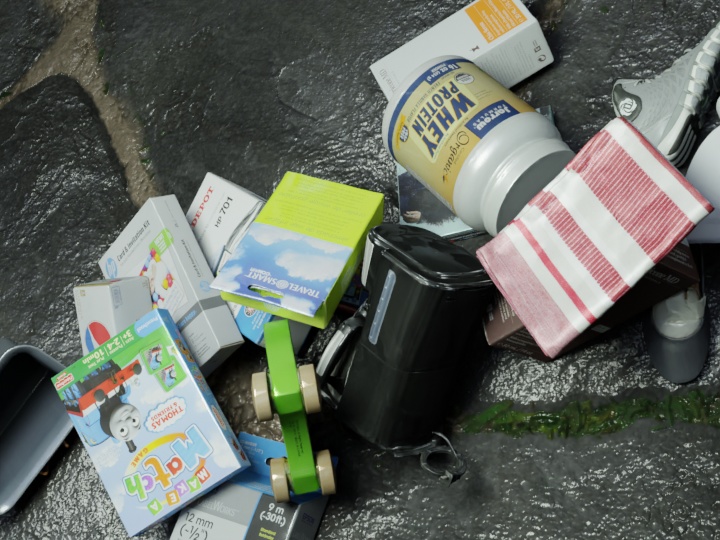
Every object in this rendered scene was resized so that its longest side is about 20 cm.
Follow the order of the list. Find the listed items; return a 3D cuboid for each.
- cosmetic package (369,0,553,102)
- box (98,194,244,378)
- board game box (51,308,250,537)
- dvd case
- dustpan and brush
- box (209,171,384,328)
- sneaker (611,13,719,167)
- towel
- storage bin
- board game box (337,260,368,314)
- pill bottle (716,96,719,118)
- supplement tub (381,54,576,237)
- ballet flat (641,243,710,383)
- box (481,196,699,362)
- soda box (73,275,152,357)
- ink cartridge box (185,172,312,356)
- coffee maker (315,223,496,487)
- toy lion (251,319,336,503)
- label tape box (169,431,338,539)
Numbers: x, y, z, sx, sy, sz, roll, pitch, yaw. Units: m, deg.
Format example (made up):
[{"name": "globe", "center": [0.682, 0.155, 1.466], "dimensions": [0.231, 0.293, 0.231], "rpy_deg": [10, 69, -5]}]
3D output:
[{"name": "cosmetic package", "center": [0.123, -0.255, 1.301], "dimensions": [0.199, 0.071, 0.102], "rpy_deg": [-31, 45, 7]}, {"name": "box", "center": [-0.229, 0.035, 1.260], "dimensions": [0.156, 0.041, 0.201], "rpy_deg": [-40, 70, 43]}, {"name": "board game box", "center": [-0.233, 0.166, 1.166], "dimensions": [0.151, 0.037, 0.201], "rpy_deg": [-33, 78, 8]}, {"name": "dvd case", "center": [0.139, -0.109, 1.259], "dimensions": [0.199, 0.022, 0.147], "rpy_deg": [-12, 60, 18]}, {"name": "dustpan and brush", "center": [0.377, -0.125, 1.024], "dimensions": [0.139, 0.057, 0.202], "rpy_deg": [1, 86, 60]}, {"name": "box", "center": [-0.063, -0.019, 1.120], "dimensions": [0.121, 0.048, 0.200], "rpy_deg": [14, 46, 15]}, {"name": "sneaker", "center": [0.345, -0.219, 1.190], "dimensions": [0.115, 0.075, 0.201], "rpy_deg": [22, 76, 34]}, {"name": "towel", "center": [0.212, -0.034, 0.991], "dimensions": [0.200, 0.023, 0.144], "rpy_deg": [-46, 50, 16]}, {"name": "storage bin", "center": [-0.443, 0.185, 1.322], "dimensions": [0.200, 0.145, 0.134], "rpy_deg": [-54, 29, -8]}, {"name": "board game box", "center": [0.000, 0.000, 1.257], "dimensions": [0.199, 0.019, 0.104], "rpy_deg": [16, 84, 31]}, {"name": "pill bottle", "center": [0.429, -0.101, 1.070], "dimensions": [0.104, 0.104, 0.201], "rpy_deg": [-19, 58, 15]}, {"name": "supplement tub", "center": [0.133, -0.133, 1.174], "dimensions": [0.144, 0.144, 0.200], "rpy_deg": [-44, 55, -2]}, {"name": "ballet flat", "center": [0.322, 0.013, 1.083], "dimensions": [0.073, 0.073, 0.201], "rpy_deg": [-2, 64, 24]}, {"name": "box", "center": [0.225, 0.015, 1.064], "dimensions": [0.200, 0.100, 0.075], "rpy_deg": [-37, 50, 36]}, {"name": "soda box", "center": [-0.281, 0.111, 1.250], "dimensions": [0.068, 0.064, 0.202], "rpy_deg": [-3, 96, 37]}, {"name": "ink cartridge box", "center": [-0.131, -0.010, 1.273], "dimensions": [0.199, 0.086, 0.147], "rpy_deg": [29, 94, 36]}, {"name": "coffee maker", "center": [0.064, 0.076, 1.091], "dimensions": [0.191, 0.135, 0.201], "rpy_deg": [27, 116, 18]}, {"name": "toy lion", "center": [-0.076, 0.130, 1.120], "dimensions": [0.068, 0.201, 0.192], "rpy_deg": [-10, 40, -4]}, {"name": "label tape box", "center": [-0.124, 0.277, 1.156], "dimensions": [0.142, 0.066, 0.201], "rpy_deg": [10, 71, 29]}]
